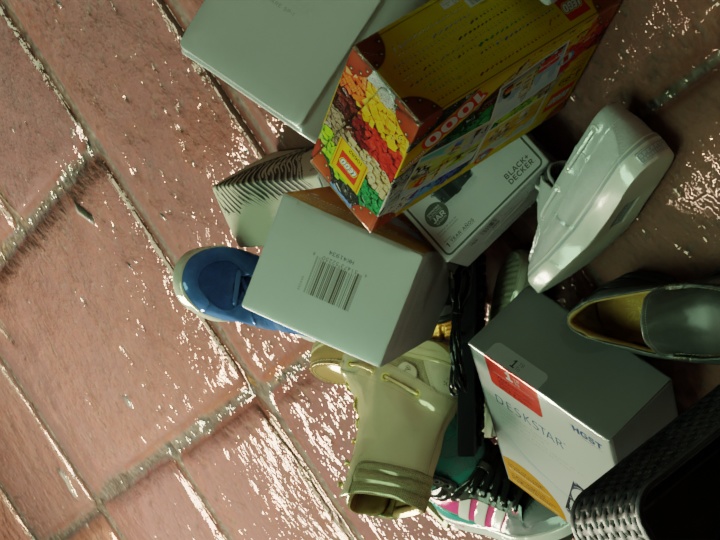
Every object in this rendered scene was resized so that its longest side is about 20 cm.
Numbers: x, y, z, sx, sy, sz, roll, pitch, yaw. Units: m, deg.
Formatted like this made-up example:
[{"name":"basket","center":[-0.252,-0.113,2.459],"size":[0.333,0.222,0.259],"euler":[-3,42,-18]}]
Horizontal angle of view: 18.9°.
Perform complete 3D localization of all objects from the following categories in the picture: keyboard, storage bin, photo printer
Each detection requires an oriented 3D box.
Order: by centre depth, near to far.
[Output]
[{"name":"storage bin","center":[0.268,0.174,1.568],"size":[0.136,0.200,0.094],"euler":[59,153,-5]},{"name":"photo printer","center":[-0.029,-0.214,1.676],"size":[0.166,0.201,0.069],"euler":[36,-176,36]},{"name":"keyboard","center":[0.091,0.052,1.775],"size":[0.020,0.127,0.201],"euler":[1,95,14]}]

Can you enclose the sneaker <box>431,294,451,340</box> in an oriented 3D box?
[{"name":"sneaker","center":[0.026,-0.002,1.922],"size":[0.199,0.078,0.078],"euler":[14,131,39]}]

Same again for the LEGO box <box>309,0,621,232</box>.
[{"name":"LEGO box","center":[0.073,-0.137,1.562],"size":[0.077,0.200,0.149],"euler":[49,152,15]}]

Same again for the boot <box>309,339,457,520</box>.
[{"name":"boot","center":[0.008,0.137,1.916],"size":[0.199,0.156,0.073],"euler":[3,160,47]}]

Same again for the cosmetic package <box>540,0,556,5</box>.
[{"name":"cosmetic package","center":[0.094,-0.290,1.510],"size":[0.200,0.074,0.102],"euler":[44,150,20]}]

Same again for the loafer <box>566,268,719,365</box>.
[{"name":"loafer","center":[0.236,0.040,1.607],"size":[0.200,0.072,0.073],"euler":[-3,101,57]}]

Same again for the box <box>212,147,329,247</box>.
[{"name":"box","center":[-0.047,-0.068,1.960],"size":[0.200,0.082,0.069],"euler":[-4,114,58]}]

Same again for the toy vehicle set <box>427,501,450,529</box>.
[{"name":"toy vehicle set","center":[0.061,0.145,2.062],"size":[0.124,0.026,0.201],"euler":[43,149,25]}]

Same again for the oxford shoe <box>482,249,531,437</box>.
[{"name":"oxford shoe","center":[0.135,0.063,1.833],"size":[0.057,0.075,0.201],"euler":[6,130,-1]}]

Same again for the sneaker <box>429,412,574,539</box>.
[{"name":"sneaker","center":[0.112,0.178,1.925],"size":[0.199,0.084,0.121],"euler":[0,141,50]}]

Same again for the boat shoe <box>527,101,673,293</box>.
[{"name":"boat shoe","center":[0.166,-0.054,1.639],"size":[0.069,0.072,0.200],"euler":[53,153,15]}]

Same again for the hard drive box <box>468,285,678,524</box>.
[{"name":"hard drive box","center":[0.182,0.130,1.756],"size":[0.156,0.077,0.201],"euler":[34,157,36]}]

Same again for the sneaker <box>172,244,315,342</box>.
[{"name":"sneaker","center":[-0.069,0.022,2.007],"size":[0.199,0.077,0.111],"euler":[21,164,-34]}]

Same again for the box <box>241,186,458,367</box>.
[{"name":"box","center":[0.000,0.000,1.755],"size":[0.124,0.200,0.098],"euler":[23,99,10]}]

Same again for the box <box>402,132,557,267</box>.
[{"name":"box","center":[0.052,-0.114,1.706],"size":[0.200,0.117,0.060],"euler":[48,-169,15]}]
